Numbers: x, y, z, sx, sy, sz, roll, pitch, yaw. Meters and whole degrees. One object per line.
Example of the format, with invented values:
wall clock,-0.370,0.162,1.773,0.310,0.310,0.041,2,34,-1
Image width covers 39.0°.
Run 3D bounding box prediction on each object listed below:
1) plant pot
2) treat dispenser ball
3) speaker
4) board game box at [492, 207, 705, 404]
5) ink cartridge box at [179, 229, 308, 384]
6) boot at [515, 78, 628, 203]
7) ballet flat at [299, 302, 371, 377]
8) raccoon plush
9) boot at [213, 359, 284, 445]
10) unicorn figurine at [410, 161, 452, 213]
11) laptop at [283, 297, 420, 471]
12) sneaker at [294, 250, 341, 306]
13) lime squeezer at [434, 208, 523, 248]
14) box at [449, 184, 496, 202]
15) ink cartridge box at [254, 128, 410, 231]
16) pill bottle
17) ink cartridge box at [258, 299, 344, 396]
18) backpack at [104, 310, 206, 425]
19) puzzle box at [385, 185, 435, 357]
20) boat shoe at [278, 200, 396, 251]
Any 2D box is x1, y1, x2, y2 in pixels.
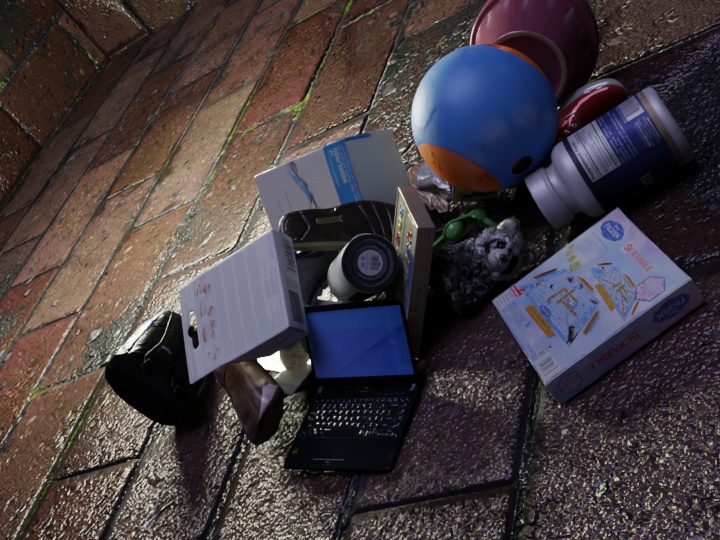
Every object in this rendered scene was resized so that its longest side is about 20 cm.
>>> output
plant pot,0.255,-0.322,1.527,0.200,0.200,0.179,-26,18,27
treat dispenser ball,0.170,-0.208,1.391,0.200,0.201,0.201,-30,30,20
speaker,0.000,0.000,1.449,0.081,0.081,0.200,-47,1,-10
board game box,0.275,0.036,1.210,0.199,0.041,0.200,-37,28,9
ink cartridge box,-0.170,0.057,1.447,0.200,0.047,0.161,-31,56,29
boot,0.302,-0.178,1.447,0.200,0.072,0.145,-36,28,27
ballet flat,-0.043,0.098,1.426,0.200,0.074,0.074,24,65,31
raccoon plush,0.152,-0.027,1.406,0.134,0.097,0.200,-35,28,-4
boot,-0.147,0.125,1.453,0.200,0.064,0.187,50,127,54
unicorn figurine,0.136,-0.170,1.622,0.137,0.074,0.200,10,36,32
laptop,-0.024,0.151,1.329,0.177,0.103,0.200,-7,45,37
sneaker,-0.106,0.023,1.557,0.074,0.088,0.200,-4,43,48
lime squeezer,0.155,-0.050,1.496,0.200,0.038,0.071,-18,67,35
box,0.158,-0.202,1.548,0.070,0.064,0.201,-7,55,-1
ink cartridge box,-0.041,-0.127,1.661,0.200,0.145,0.147,-18,3,36
pill bottle,0.320,-0.140,1.326,0.200,0.111,0.111,-32,30,17
ink cartridge box,-0.096,0.122,1.542,0.200,0.045,0.176,3,51,53
backpack,-0.326,0.153,1.677,0.154,0.163,0.200,-39,18,36
puzzle box,0.065,0.001,1.387,0.025,0.201,0.133,0,28,-10
boat shoe,-0.022,-0.060,1.528,0.199,0.076,0.072,0,68,-1
